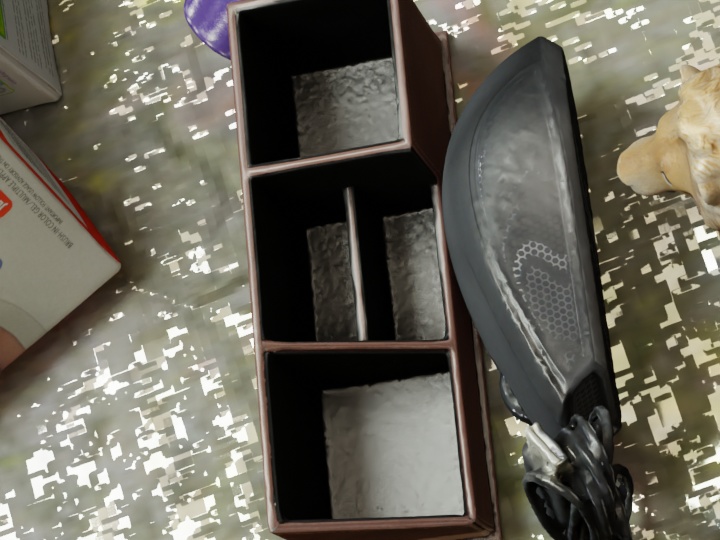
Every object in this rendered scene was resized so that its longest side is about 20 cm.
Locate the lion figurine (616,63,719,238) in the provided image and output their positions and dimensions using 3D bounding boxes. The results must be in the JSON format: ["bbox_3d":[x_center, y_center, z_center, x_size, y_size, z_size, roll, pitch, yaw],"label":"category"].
[{"bbox_3d":[0.162,0.026,0.718,0.072,0.122,0.201,-31,71,6],"label":"lion figurine"}]

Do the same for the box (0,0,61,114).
[{"bbox_3d":[-0.237,-0.109,0.872,0.198,0.101,0.114,-14,74,11],"label":"box"}]

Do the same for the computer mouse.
[{"bbox_3d":[0.059,0.012,0.755,0.052,0.139,0.202,-9,64,9],"label":"computer mouse"}]

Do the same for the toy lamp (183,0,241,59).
[{"bbox_3d":[0.003,-0.161,0.816,0.200,0.058,0.058,-48,67,26],"label":"toy lamp"}]

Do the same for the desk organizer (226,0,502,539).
[{"bbox_3d":[0.000,0.000,0.793,0.071,0.077,0.202,-9,74,13],"label":"desk organizer"}]

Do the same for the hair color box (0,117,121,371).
[{"bbox_3d":[-0.201,0.020,0.814,0.200,0.111,0.064,-40,52,-1],"label":"hair color box"}]
